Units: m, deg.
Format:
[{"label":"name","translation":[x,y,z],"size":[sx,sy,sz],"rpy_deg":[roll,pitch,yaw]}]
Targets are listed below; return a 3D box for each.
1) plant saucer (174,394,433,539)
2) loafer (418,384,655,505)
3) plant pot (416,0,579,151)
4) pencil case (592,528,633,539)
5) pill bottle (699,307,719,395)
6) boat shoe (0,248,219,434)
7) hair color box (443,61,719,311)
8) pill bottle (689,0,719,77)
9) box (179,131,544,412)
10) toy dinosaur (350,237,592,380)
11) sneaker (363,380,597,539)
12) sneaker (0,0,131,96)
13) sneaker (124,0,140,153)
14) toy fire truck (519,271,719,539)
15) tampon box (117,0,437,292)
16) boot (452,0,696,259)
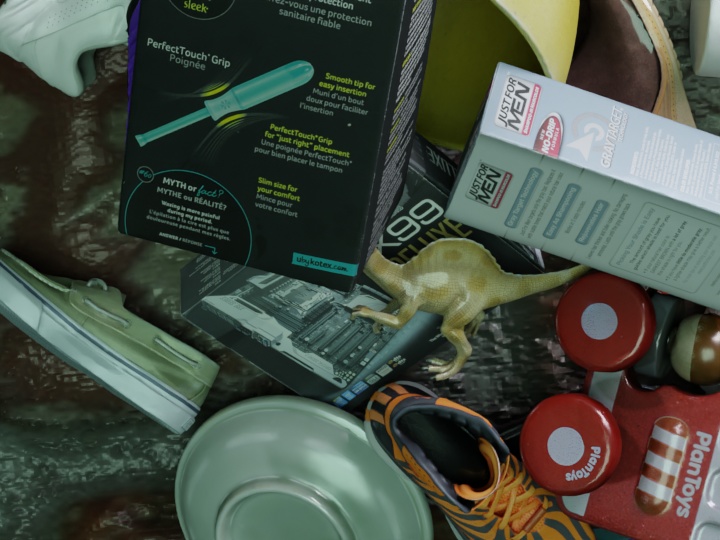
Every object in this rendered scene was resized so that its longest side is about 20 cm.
[{"label":"plant saucer","translation":[-0.048,0.188,1.285],"size":[0.198,0.050,0.202],"rpy_deg":[8,119,15]},{"label":"loafer","translation":[0.131,0.135,1.290],"size":[0.198,0.063,0.072],"rpy_deg":[-14,102,5]},{"label":"plant pot","translation":[0.064,-0.195,1.161],"size":[0.199,0.200,0.143],"rpy_deg":[33,65,-6]},{"label":"pencil case","translation":[0.198,0.231,1.300],"size":[0.198,0.085,0.093],"rpy_deg":[-5,107,4]},{"label":"pill bottle","translation":[0.295,0.039,1.237],"size":[0.112,0.113,0.201],"rpy_deg":[17,104,-2]},{"label":"boat shoe","translation":[-0.193,0.040,1.286],"size":[0.199,0.072,0.062],"rpy_deg":[37,77,-10]},{"label":"hair color box","translation":[0.161,-0.049,1.108],"size":[0.198,0.061,0.099],"rpy_deg":[18,148,-1]},{"label":"pill bottle","translation":[0.324,-0.169,1.185],"size":[0.198,0.114,0.115],"rpy_deg":[3,104,2]},{"label":"box","translation":[0.000,0.000,1.214],"size":[0.200,0.050,0.157],"rpy_deg":[-36,128,25]},{"label":"toy dinosaur","translation":[0.067,0.017,1.163],"size":[0.198,0.058,0.102],"rpy_deg":[6,132,-12]},{"label":"sneaker","translation":[0.088,0.154,1.203],"size":[0.199,0.112,0.078],"rpy_deg":[36,85,-10]},{"label":"sneaker","translation":[-0.160,-0.203,1.215],"size":[0.099,0.078,0.200],"rpy_deg":[41,111,-4]},{"label":"sneaker","translation":[-0.122,-0.129,1.172],"size":[0.069,0.100,0.201],"rpy_deg":[-4,126,-28]},{"label":"toy fire truck","translation":[0.209,0.088,1.176],"size":[0.167,0.112,0.202],"rpy_deg":[17,92,22]},{"label":"tampon box","translation":[-0.043,-0.117,1.031],"size":[0.149,0.126,0.201],"rpy_deg":[15,121,7]},{"label":"boot","translation":[0.140,-0.108,1.227],"size":[0.165,0.072,0.201],"rpy_deg":[-22,105,5]}]
